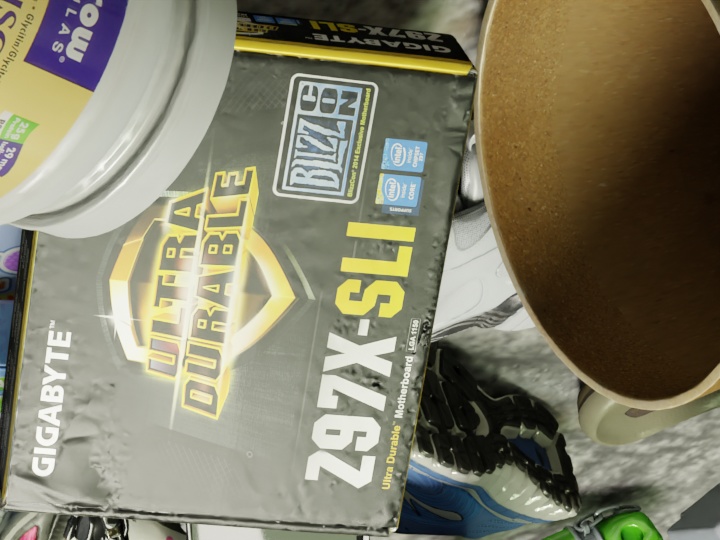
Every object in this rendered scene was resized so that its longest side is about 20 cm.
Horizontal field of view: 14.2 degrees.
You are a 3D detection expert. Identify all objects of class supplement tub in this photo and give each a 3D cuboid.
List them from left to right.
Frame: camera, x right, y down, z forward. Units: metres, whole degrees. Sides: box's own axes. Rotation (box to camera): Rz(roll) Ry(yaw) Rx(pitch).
[{"bbox_3d":[-0.153,-0.097,0.937,0.145,0.146,0.200,-33,142,32],"label":"supplement tub"}]

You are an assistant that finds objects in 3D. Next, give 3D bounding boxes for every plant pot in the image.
[{"bbox_3d":[0.175,-0.057,1.103,0.200,0.187,0.186,-11,152,-29],"label":"plant pot"}]

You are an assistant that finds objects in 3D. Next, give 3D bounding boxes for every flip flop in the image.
[{"bbox_3d":[0.191,0.045,1.360,0.200,0.058,0.081,-28,145,26],"label":"flip flop"}]

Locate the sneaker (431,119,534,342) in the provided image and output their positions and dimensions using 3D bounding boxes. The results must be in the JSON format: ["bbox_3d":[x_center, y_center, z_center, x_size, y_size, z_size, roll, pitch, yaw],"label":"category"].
[{"bbox_3d":[0.000,0.000,1.216,0.200,0.075,0.115,-26,144,16],"label":"sneaker"}]

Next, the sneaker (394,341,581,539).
[{"bbox_3d":[0.023,0.089,1.360,0.089,0.079,0.200,-29,145,22],"label":"sneaker"}]

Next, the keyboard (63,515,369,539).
[{"bbox_3d":[-0.059,0.057,1.165,0.127,0.021,0.200,-4,112,-8],"label":"keyboard"}]

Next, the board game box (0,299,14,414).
[{"bbox_3d":[-0.219,0.075,1.199,0.151,0.037,0.200,3,148,-21],"label":"board game box"}]

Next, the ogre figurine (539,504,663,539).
[{"bbox_3d":[0.073,0.199,1.538,0.120,0.098,0.200,-4,161,-34],"label":"ogre figurine"}]

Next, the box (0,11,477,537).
[{"bbox_3d":[-0.051,0.000,1.107,0.160,0.049,0.200,5,111,-13],"label":"box"}]

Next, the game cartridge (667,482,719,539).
[{"bbox_3d":[0.235,0.072,1.323,0.200,0.040,0.133,-37,176,-8],"label":"game cartridge"}]

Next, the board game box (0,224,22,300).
[{"bbox_3d":[-0.173,0.014,1.200,0.151,0.037,0.200,-3,147,-12],"label":"board game box"}]

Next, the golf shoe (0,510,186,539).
[{"bbox_3d":[-0.127,0.139,1.282,0.088,0.077,0.200,31,158,-2],"label":"golf shoe"}]

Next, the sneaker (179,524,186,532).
[{"bbox_3d":[-0.054,0.098,1.322,0.081,0.075,0.200,-27,175,-4],"label":"sneaker"}]
